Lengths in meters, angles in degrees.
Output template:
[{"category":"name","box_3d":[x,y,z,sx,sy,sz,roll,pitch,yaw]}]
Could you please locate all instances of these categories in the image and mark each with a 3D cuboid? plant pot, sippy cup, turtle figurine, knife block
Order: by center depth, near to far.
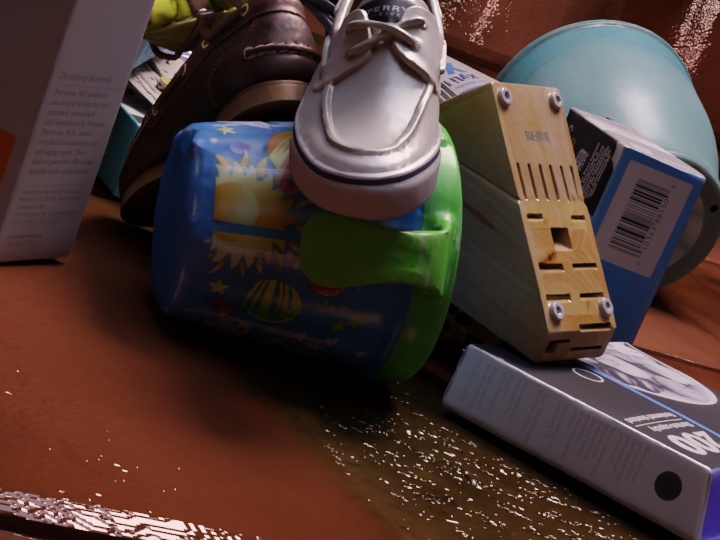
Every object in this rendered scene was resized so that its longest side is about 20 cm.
[{"category":"sippy cup","box_3d":[-0.033,-0.018,0.876,0.130,0.178,0.140,7,58,-18]},{"category":"turtle figurine","box_3d":[-0.115,-0.147,0.975,0.161,0.065,0.200,-21,22,-40]},{"category":"knife block","box_3d":[0.037,-0.030,0.976,0.175,0.200,0.064,-21,-13,41]},{"category":"plant pot","box_3d":[0.219,-0.084,1.506,0.200,0.200,0.188,17,28,-21]}]

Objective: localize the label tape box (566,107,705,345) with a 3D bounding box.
[{"category":"label tape box","box_3d":[0.148,-0.030,1.195,0.066,0.143,0.200,19,12,-15]}]

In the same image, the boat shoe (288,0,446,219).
[{"category":"boat shoe","box_3d":[0.009,-0.097,0.830,0.071,0.070,0.200,7,32,5]}]

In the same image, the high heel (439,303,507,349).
[{"category":"high heel","box_3d":[0.000,0.000,1.032,0.142,0.072,0.200,0,26,-27]}]

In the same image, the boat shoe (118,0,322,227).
[{"category":"boat shoe","box_3d":[-0.078,-0.084,0.960,0.070,0.070,0.200,2,-20,-33]}]

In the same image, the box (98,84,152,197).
[{"category":"box","box_3d":[-0.144,-0.090,1.173,0.082,0.049,0.200,16,13,-26]}]

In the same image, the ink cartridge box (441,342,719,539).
[{"category":"ink cartridge box","box_3d":[0.173,0.096,0.923,0.200,0.043,0.198,30,13,30]}]

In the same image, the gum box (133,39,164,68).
[{"category":"gum box","box_3d":[-0.200,-0.188,1.082,0.170,0.045,0.200,37,28,3]}]

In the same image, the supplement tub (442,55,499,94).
[{"category":"supplement tub","box_3d":[0.073,-0.095,1.390,0.132,0.132,0.200,13,13,-38]}]

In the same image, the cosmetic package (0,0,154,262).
[{"category":"cosmetic package","box_3d":[-0.168,-0.115,0.861,0.101,0.200,0.071,25,13,22]}]

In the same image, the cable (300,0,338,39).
[{"category":"cable","box_3d":[-0.017,-0.120,1.222,0.051,0.200,0.163,-22,-11,-17]}]

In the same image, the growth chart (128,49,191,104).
[{"category":"growth chart","box_3d":[-0.095,-0.112,1.148,0.145,0.018,0.200,1,32,-49]}]
